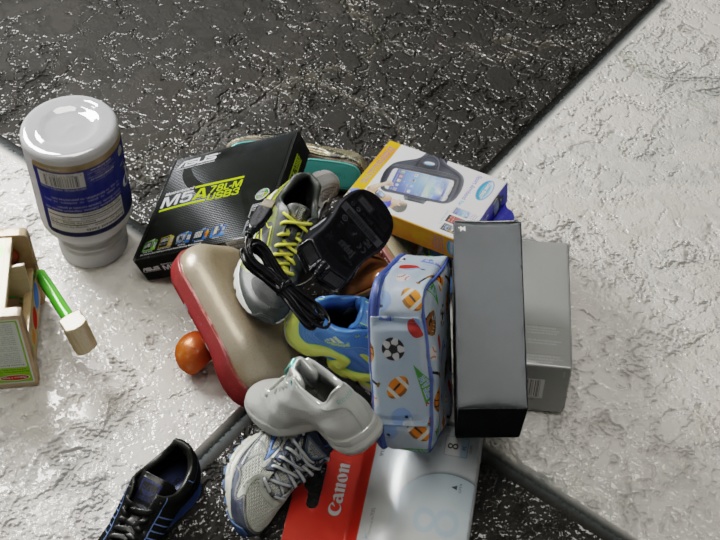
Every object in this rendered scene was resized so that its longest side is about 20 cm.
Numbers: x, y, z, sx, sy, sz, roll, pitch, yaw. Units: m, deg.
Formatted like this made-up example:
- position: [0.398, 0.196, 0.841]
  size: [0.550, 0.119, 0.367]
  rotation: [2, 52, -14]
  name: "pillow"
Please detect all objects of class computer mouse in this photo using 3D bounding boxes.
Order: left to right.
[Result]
- position: [-0.055, -0.035, 1.298]
  size: [0.140, 0.046, 0.201]
  rotation: [43, 52, -10]
  name: "computer mouse"

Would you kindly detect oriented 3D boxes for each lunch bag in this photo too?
- position: [0.057, 0.088, 1.244]
  size: [0.074, 0.203, 0.160]
  rotation: [3, 15, 13]
  name: "lunch bag"

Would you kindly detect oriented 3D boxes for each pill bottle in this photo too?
- position: [-0.347, -0.104, 1.464]
  size: [0.118, 0.201, 0.121]
  rotation: [1, 47, -1]
  name: "pill bottle"

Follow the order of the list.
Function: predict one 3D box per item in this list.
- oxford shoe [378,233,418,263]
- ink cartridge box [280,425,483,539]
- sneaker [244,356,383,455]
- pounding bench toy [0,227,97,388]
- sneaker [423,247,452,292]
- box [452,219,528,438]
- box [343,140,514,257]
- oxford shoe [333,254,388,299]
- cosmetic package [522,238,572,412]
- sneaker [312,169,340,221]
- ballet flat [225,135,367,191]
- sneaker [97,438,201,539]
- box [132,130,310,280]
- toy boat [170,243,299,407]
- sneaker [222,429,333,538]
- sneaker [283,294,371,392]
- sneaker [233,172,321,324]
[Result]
- position: [0.048, -0.025, 1.489]
  size: [0.074, 0.071, 0.201]
  rotation: [-15, 50, -18]
  name: "oxford shoe"
- position: [0.026, 0.233, 1.268]
  size: [0.197, 0.048, 0.161]
  rotation: [10, 48, 6]
  name: "ink cartridge box"
- position: [-0.061, 0.124, 1.211]
  size: [0.199, 0.089, 0.075]
  rotation: [5, 43, 49]
  name: "sneaker"
- position: [-0.410, 0.037, 1.385]
  size: [0.197, 0.125, 0.157]
  rotation: [-4, 47, -5]
  name: "pounding bench toy"
- position: [0.123, -0.052, 1.521]
  size: [0.081, 0.071, 0.202]
  rotation: [3, 52, -7]
  name: "sneaker"
- position: [0.136, 0.065, 1.253]
  size: [0.078, 0.141, 0.203]
  rotation: [-1, 71, 6]
  name: "box"
- position: [0.091, -0.086, 1.469]
  size: [0.198, 0.042, 0.119]
  rotation: [20, 54, 26]
  name: "box"
- position: [0.000, 0.000, 1.384]
  size: [0.070, 0.072, 0.200]
  rotation: [-14, 5, -17]
  name: "oxford shoe"
- position: [0.197, 0.060, 1.405]
  size: [0.105, 0.091, 0.201]
  rotation: [5, 45, 6]
  name: "cosmetic package"
- position: [-0.079, -0.043, 1.510]
  size: [0.081, 0.075, 0.201]
  rotation: [30, 65, 16]
  name: "sneaker"
- position: [-0.085, -0.151, 1.614]
  size: [0.197, 0.069, 0.076]
  rotation: [9, 26, 0]
  name: "ballet flat"
- position: [-0.233, 0.262, 1.216]
  size: [0.069, 0.078, 0.201]
  rotation: [20, 50, 16]
  name: "sneaker"
- position: [-0.176, -0.084, 1.503]
  size: [0.198, 0.048, 0.195]
  rotation: [-10, 45, 26]
  name: "box"
- position: [-0.164, 0.076, 1.369]
  size: [0.130, 0.130, 0.201]
  rotation: [6, 48, -59]
  name: "toy boat"
- position: [-0.078, 0.195, 1.258]
  size: [0.084, 0.077, 0.201]
  rotation: [-10, 40, 38]
  name: "sneaker"
- position: [0.013, 0.085, 1.330]
  size: [0.198, 0.105, 0.077]
  rotation: [19, 64, -14]
  name: "sneaker"
- position: [-0.092, -0.033, 1.337]
  size: [0.074, 0.085, 0.202]
  rotation: [20, 50, -16]
  name: "sneaker"
